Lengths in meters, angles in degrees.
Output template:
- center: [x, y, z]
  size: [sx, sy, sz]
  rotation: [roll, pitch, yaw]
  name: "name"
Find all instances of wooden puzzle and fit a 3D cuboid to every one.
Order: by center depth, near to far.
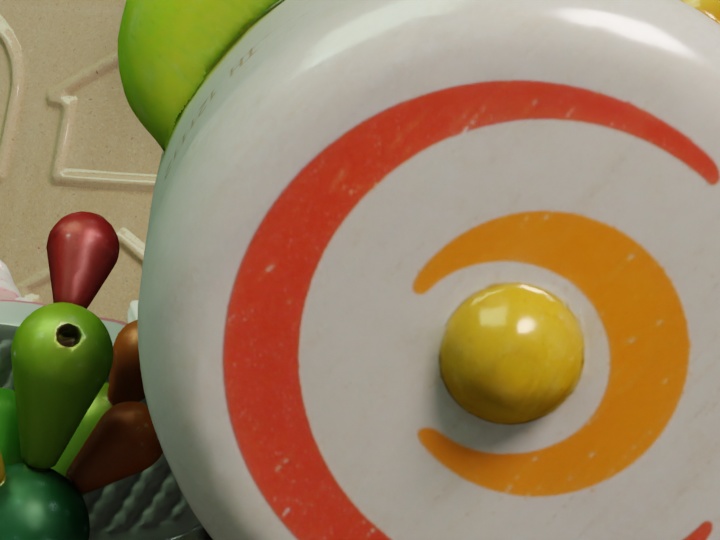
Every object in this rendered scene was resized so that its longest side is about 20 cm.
- center: [-0.113, -0.021, 1.031]
  size: [0.184, 0.046, 0.201]
  rotation: [4, 73, 25]
  name: "wooden puzzle"

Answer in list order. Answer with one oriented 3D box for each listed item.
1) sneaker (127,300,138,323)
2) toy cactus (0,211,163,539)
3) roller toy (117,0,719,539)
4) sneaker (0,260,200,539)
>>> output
- center: [0.000, 0.000, 0.963]
  size: [0.070, 0.080, 0.200]
  rotation: [-11, 22, 44]
  name: "sneaker"
- center: [-0.109, 0.093, 0.788]
  size: [0.200, 0.102, 0.166]
  rotation: [-50, 32, 40]
  name: "toy cactus"
- center: [0.038, 0.002, 0.740]
  size: [0.199, 0.183, 0.140]
  rotation: [-1, 18, -1]
  name: "roller toy"
- center: [-0.111, 0.030, 0.914]
  size: [0.199, 0.076, 0.105]
  rotation: [3, 22, 26]
  name: "sneaker"
